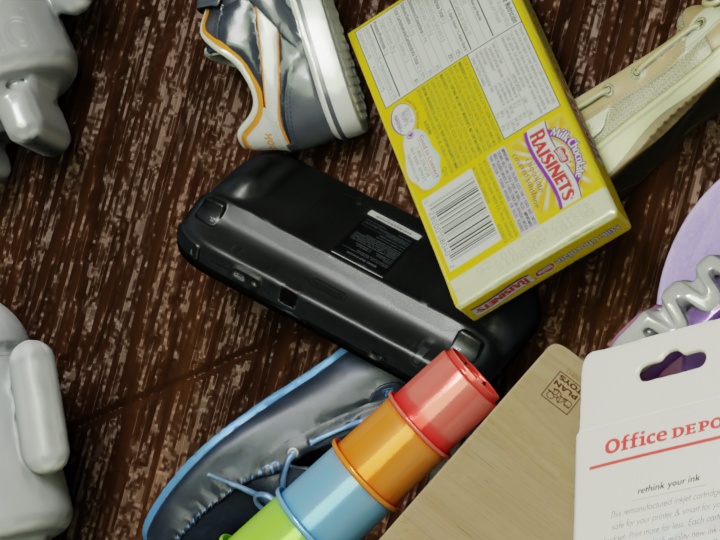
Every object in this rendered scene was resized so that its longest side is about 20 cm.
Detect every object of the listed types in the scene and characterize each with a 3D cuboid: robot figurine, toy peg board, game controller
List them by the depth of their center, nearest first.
[{"bbox_3d":[0.109,0.182,1.316,0.200,0.098,0.199,39,63,9],"label":"toy peg board"},{"bbox_3d":[0.000,0.000,1.412,0.200,0.104,0.042,28,127,17],"label":"game controller"},{"bbox_3d":[-0.230,0.096,1.438,0.169,0.113,0.200,-22,78,30],"label":"robot figurine"},{"bbox_3d":[-0.235,-0.151,1.475,0.169,0.113,0.200,-25,78,5],"label":"robot figurine"}]

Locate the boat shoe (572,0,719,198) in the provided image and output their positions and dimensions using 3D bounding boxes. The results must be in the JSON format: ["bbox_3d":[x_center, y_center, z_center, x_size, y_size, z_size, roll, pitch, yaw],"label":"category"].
[{"bbox_3d":[0.169,-0.109,1.392,0.201,0.073,0.063,-43,73,16],"label":"boat shoe"}]

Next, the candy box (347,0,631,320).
[{"bbox_3d":[0.067,-0.079,1.395,0.102,0.026,0.200,-30,56,14],"label":"candy box"}]

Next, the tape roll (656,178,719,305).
[{"bbox_3d":[0.259,0.030,1.345,0.199,0.085,0.201,-2,84,15],"label":"tape roll"}]

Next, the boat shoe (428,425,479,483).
[{"bbox_3d":[0.071,0.182,1.381,0.065,0.074,0.201,-2,84,18],"label":"boat shoe"}]

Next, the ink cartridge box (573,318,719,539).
[{"bbox_3d":[0.165,0.129,1.225,0.117,0.067,0.200,-17,57,36],"label":"ink cartridge box"}]

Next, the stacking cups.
[{"bbox_3d":[-0.009,0.124,1.337,0.200,0.061,0.061,-40,76,6],"label":"stacking cups"}]

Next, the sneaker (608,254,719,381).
[{"bbox_3d":[0.223,0.008,1.278,0.200,0.080,0.089,-42,81,12],"label":"sneaker"}]

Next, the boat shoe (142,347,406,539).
[{"bbox_3d":[-0.032,0.106,1.409,0.200,0.084,0.069,-41,63,9],"label":"boat shoe"}]

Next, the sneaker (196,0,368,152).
[{"bbox_3d":[-0.058,-0.164,1.450,0.079,0.078,0.201,-16,79,11],"label":"sneaker"}]
